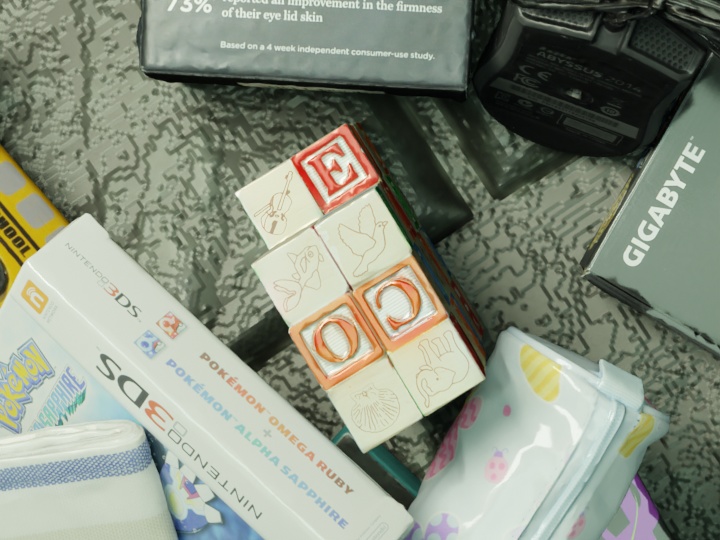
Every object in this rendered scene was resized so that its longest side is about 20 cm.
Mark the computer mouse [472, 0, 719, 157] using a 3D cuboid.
[{"bbox_3d":[0.110,-0.102,0.879,0.138,0.200,0.053,20,75,-6],"label":"computer mouse"}]

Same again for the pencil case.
[{"bbox_3d":[0.049,0.123,0.856,0.083,0.091,0.200,30,88,-1],"label":"pencil case"}]

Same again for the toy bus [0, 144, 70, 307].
[{"bbox_3d":[-0.147,0.031,0.944,0.200,0.078,0.065,49,138,-1],"label":"toy bus"}]

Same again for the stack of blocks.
[{"bbox_3d":[0.000,0.000,0.879,0.058,0.200,0.115,-31,93,5],"label":"stack of blocks"}]

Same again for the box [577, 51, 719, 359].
[{"bbox_3d":[0.234,-0.035,0.943,0.198,0.050,0.200,31,95,-1],"label":"box"}]

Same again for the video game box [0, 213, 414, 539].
[{"bbox_3d":[-0.093,0.100,0.861,0.182,0.047,0.200,44,137,8],"label":"video game box"}]

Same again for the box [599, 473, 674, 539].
[{"bbox_3d":[0.100,0.192,0.910,0.143,0.036,0.200,-29,86,2],"label":"box"}]

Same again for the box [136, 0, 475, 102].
[{"bbox_3d":[-0.017,-0.181,0.916,0.147,0.104,0.201,4,94,3],"label":"box"}]

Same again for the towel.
[{"bbox_3d":[-0.136,0.151,0.840,0.146,0.024,0.201,-9,119,6],"label":"towel"}]

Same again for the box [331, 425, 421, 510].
[{"bbox_3d":[-0.043,0.171,0.968,0.082,0.049,0.200,43,95,-2],"label":"box"}]
